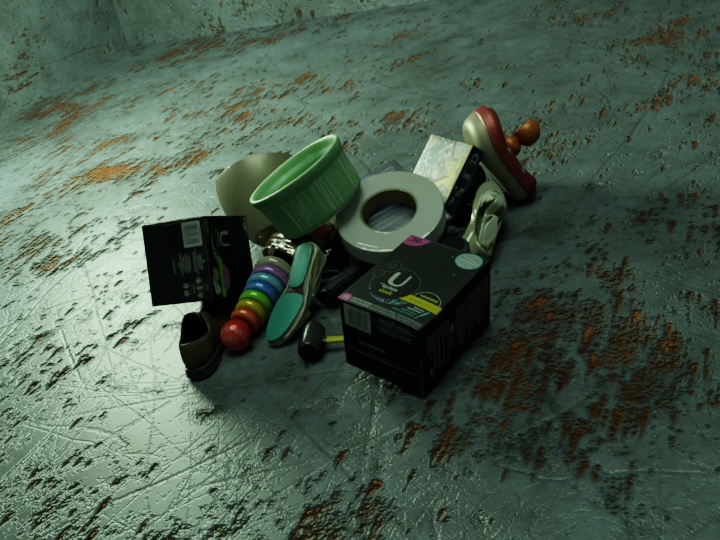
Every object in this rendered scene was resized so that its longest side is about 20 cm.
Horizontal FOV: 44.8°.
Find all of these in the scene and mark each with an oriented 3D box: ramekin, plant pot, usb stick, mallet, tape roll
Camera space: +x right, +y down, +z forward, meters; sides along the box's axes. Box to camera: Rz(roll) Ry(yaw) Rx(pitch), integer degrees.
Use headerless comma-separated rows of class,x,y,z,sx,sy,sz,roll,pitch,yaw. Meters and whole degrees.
ramekin,-0.095,-0.149,1.593,0.199,0.098,0.200,-33,19,13
plant pot,-0.189,-0.129,1.794,0.198,0.201,0.136,-16,64,0
usb stick,0.000,0.000,1.587,0.199,0.033,0.055,-36,-1,-34
mallet,-0.004,0.103,1.417,0.197,0.042,0.066,-9,32,4
tape roll,0.054,-0.098,1.569,0.200,0.037,0.204,-8,49,9

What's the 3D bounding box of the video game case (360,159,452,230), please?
video game case,0.058,-0.117,1.625,0.142,0.019,0.200,-30,50,-12

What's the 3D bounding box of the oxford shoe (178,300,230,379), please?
oxford shoe,-0.269,0.096,1.510,0.072,0.085,0.201,-14,26,7

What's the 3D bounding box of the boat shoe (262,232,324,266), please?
boat shoe,-0.142,-0.030,1.652,0.071,0.070,0.199,-52,17,-22

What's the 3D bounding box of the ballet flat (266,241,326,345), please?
ballet flat,-0.102,0.047,1.516,0.067,0.062,0.202,3,64,39

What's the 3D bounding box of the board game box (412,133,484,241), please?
board game box,0.142,-0.155,1.670,0.135,0.034,0.202,29,94,53

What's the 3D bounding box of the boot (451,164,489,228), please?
boot,0.177,-0.137,1.723,0.196,0.074,0.163,-15,34,5

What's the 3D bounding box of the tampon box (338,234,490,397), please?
tampon box,0.086,0.061,1.320,0.149,0.127,0.200,19,42,31

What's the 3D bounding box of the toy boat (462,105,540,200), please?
toy boat,0.292,-0.244,1.698,0.130,0.200,0.131,-40,28,7

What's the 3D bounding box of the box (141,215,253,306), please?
box,-0.290,-0.021,1.591,0.123,0.151,0.200,-7,2,15

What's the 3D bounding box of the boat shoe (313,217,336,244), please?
boat shoe,-0.061,-0.098,1.774,0.062,0.072,0.200,1,28,23

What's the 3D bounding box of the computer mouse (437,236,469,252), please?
computer mouse,0.106,0.011,1.514,0.199,0.053,0.139,-29,28,0

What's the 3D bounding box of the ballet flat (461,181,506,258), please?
ballet flat,0.232,-0.094,1.572,0.069,0.070,0.201,1,52,28

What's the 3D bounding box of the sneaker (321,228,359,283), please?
sneaker,-0.030,-0.053,1.652,0.080,0.087,0.200,9,37,41

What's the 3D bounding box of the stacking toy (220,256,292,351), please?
stacking toy,-0.185,0.066,1.538,0.084,0.086,0.201,-2,38,24
